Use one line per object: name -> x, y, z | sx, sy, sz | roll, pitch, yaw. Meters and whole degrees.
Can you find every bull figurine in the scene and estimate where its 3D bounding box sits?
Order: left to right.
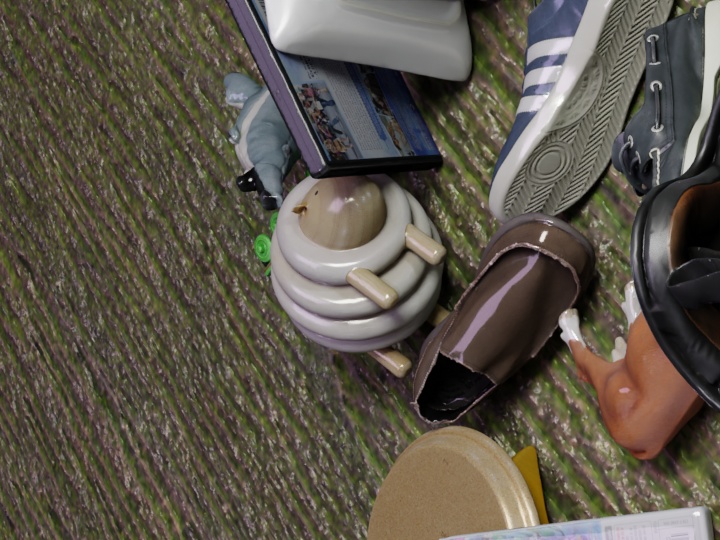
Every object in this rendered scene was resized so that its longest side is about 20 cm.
bull figurine -> 0.198, 0.024, 1.156 | 0.201, 0.065, 0.122 | -56, 45, 35

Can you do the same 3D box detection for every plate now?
plate -> 0.004, -0.238, 1.306 | 0.032, 0.199, 0.202 | -20, 74, 41

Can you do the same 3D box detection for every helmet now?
helmet -> 0.251, -0.023, 0.980 | 0.199, 0.191, 0.201 | 26, 140, 24

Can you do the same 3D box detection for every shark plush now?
shark plush -> -0.063, -0.114, 1.432 | 0.083, 0.200, 0.091 | -37, 102, 27

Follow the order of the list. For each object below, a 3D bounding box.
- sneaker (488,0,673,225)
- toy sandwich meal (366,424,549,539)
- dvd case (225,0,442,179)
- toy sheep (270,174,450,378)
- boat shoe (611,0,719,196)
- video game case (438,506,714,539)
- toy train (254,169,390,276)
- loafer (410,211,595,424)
sneaker -> 0.131, -0.126, 1.245 | 0.085, 0.074, 0.201 | 52, 123, 45
toy sandwich meal -> 0.081, 0.208, 1.318 | 0.204, 0.070, 0.208 | -6, 82, 53
dvd case -> -0.016, -0.131, 1.315 | 0.017, 0.200, 0.144 | -29, 83, 23
toy sheep -> 0.000, 0.000, 1.366 | 0.138, 0.137, 0.201 | 58, 165, 35
boat shoe -> 0.179, -0.074, 1.108 | 0.065, 0.075, 0.201 | -5, 56, 25
video game case -> 0.144, 0.259, 1.198 | 0.180, 0.024, 0.202 | -10, 81, 24
toy train -> -0.021, -0.056, 1.472 | 0.057, 0.041, 0.200 | 56, 133, 22
loafer -> 0.093, 0.042, 1.276 | 0.201, 0.073, 0.071 | -60, 4, 45
